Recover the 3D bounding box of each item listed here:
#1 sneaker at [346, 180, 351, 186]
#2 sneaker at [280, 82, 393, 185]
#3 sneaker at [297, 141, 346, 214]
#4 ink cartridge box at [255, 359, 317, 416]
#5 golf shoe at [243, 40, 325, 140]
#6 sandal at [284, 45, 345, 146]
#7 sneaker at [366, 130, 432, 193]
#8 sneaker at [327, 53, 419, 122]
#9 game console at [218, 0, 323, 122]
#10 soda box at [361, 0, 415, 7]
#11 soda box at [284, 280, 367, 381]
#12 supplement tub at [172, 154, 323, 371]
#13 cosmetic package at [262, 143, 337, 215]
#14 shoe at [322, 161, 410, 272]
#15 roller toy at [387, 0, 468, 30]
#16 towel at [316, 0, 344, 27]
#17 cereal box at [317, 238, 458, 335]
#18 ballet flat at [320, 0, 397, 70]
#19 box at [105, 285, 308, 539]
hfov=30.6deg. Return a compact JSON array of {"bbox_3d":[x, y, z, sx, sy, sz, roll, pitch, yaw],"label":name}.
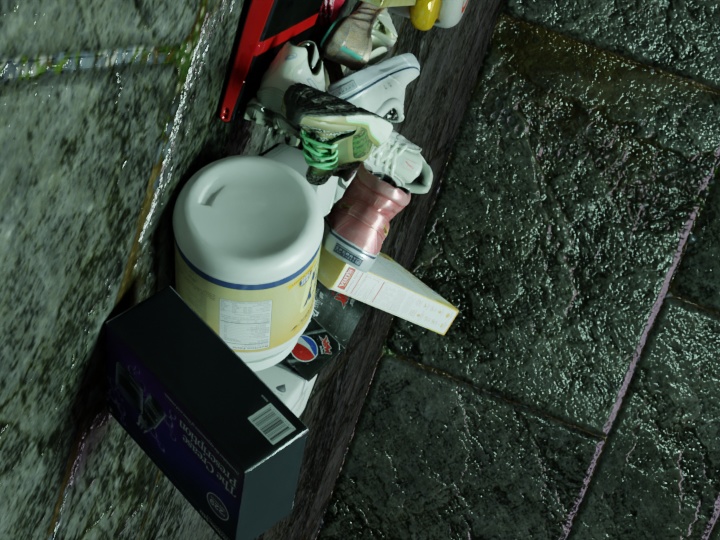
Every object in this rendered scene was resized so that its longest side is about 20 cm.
[{"bbox_3d":[-0.055,-0.106,1.686,0.088,0.075,0.201,-36,146,-76],"label":"sneaker"},{"bbox_3d":[-0.028,-0.122,1.277,0.089,0.077,0.200,-67,160,6],"label":"sneaker"},{"bbox_3d":[-0.049,-0.145,1.620,0.074,0.080,0.201,156,-52,-71],"label":"sneaker"},{"bbox_3d":[-0.141,0.128,1.443,0.200,0.146,0.083,-51,164,-69],"label":"ink cartridge box"},{"bbox_3d":[-0.055,-0.185,1.356,0.200,0.078,0.098,-29,139,-82],"label":"golf shoe"},{"bbox_3d":[-0.040,-0.219,1.560,0.201,0.057,0.080,-61,169,-46],"label":"sandal"},{"bbox_3d":[0.025,-0.144,1.549,0.200,0.099,0.078,22,94,-54],"label":"sneaker"},{"bbox_3d":[0.021,-0.198,1.504,0.071,0.073,0.200,66,30,-7],"label":"sneaker"},{"bbox_3d":[-0.082,-0.250,1.327,0.177,0.031,0.200,-66,173,24],"label":"game console"},{"bbox_3d":[0.023,-0.338,1.484,0.200,0.067,0.064,-44,154,-72],"label":"soda box"},{"bbox_3d":[-0.040,0.045,1.507,0.063,0.071,0.200,-43,-173,24],"label":"soda box"},{"bbox_3d":[-0.113,-0.001,1.306,0.200,0.144,0.145,100,14,-55],"label":"supplement tub"},{"bbox_3d":[-0.098,-0.036,1.545,0.108,0.085,0.201,-47,156,-70],"label":"cosmetic package"},{"bbox_3d":[0.006,-0.058,1.344,0.091,0.071,0.200,-58,-175,5],"label":"shoe"},{"bbox_3d":[0.094,-0.404,1.656,0.200,0.139,0.183,-61,168,-68],"label":"roller toy"},{"bbox_3d":[-0.013,-0.381,1.463,0.200,0.022,0.145,96,16,-61],"label":"towel"},{"bbox_3d":[0.000,0.000,1.456,0.200,0.144,0.040,23,102,-45],"label":"cereal box"},{"bbox_3d":[0.005,-0.274,1.545,0.068,0.067,0.200,-59,-179,29],"label":"ballet flat"},{"bbox_3d":[-0.145,0.136,1.202,0.079,0.200,0.141,-32,151,-29],"label":"box"}]
